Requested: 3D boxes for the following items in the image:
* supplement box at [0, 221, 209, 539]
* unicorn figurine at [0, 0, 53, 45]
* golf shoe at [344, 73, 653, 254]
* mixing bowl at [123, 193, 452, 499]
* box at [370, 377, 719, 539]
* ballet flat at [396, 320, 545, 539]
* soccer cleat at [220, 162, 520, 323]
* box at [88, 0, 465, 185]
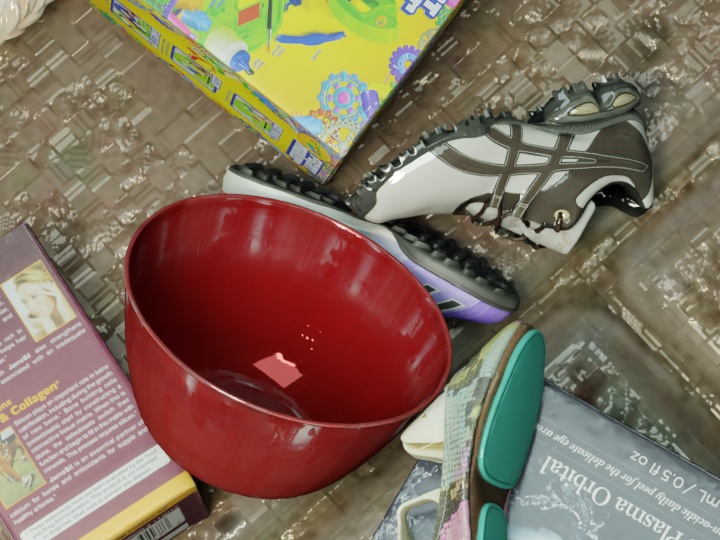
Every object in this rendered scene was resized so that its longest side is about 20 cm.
[{"bbox_3d":[-0.192,0.088,1.666,0.110,0.086,0.200,-32,74,-8],"label":"supplement box"},{"bbox_3d":[-0.193,-0.204,1.756,0.199,0.074,0.138,0,85,0],"label":"unicorn figurine"},{"bbox_3d":[0.092,-0.050,1.668,0.199,0.078,0.095,-18,83,-17],"label":"golf shoe"},{"bbox_3d":[-0.056,0.060,1.602,0.199,0.109,0.201,15,35,-11],"label":"mixing bowl"},{"bbox_3d":[0.110,0.185,1.595,0.196,0.117,0.201,29,80,13],"label":"box"},{"bbox_3d":[0.055,0.123,1.529,0.071,0.069,0.201,0,73,28],"label":"ballet flat"},{"bbox_3d":[0.000,0.000,1.694,0.199,0.068,0.074,22,100,8],"label":"soccer cleat"},{"bbox_3d":[-0.032,-0.195,1.693,0.192,0.122,0.200,38,80,-1],"label":"box"}]
